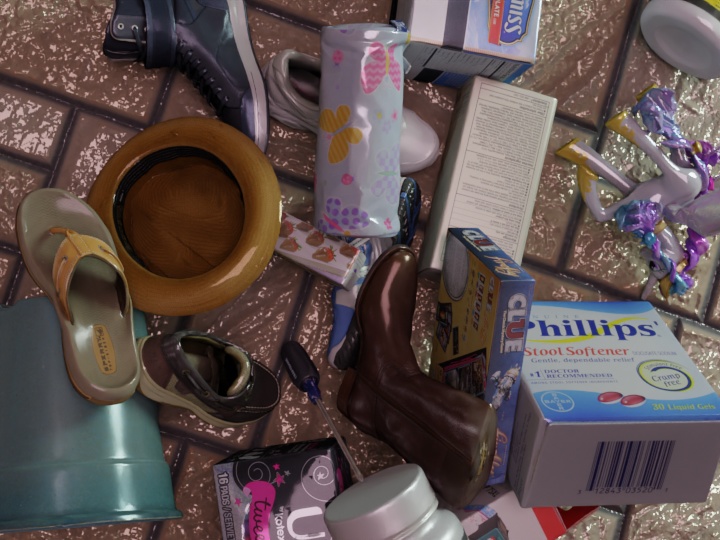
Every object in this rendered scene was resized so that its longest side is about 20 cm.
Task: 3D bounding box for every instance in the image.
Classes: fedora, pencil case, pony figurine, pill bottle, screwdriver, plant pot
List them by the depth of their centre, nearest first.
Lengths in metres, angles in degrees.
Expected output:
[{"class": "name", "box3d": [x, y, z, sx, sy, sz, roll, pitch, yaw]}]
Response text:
[{"class": "pill bottle", "box3d": [0.053, 0.276, 0.988, 0.113, 0.113, 0.201, -27, 97, -10]}, {"class": "plant pot", "box3d": [-0.265, 0.132, 1.041, 0.198, 0.200, 0.198, -3, 77, -9]}, {"class": "fedora", "box3d": [-0.156, -0.041, 1.064, 0.199, 0.082, 0.202, -5, 68, 13]}, {"class": "pencil case", "box3d": [0.001, -0.129, 1.064, 0.083, 0.091, 0.202, 9, 102, 29]}, {"class": "screwdriver", "box3d": [-0.038, 0.133, 1.083, 0.029, 0.200, 0.028, -38, 130, 9]}, {"class": "pony figurine", "box3d": [0.324, -0.084, 1.180, 0.193, 0.167, 0.201, -35, 95, 22]}, {"class": "pill bottle", "box3d": [0.391, -0.311, 1.214, 0.112, 0.112, 0.201, 37, 80, -4]}]

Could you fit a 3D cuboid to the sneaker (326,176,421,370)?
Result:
[{"class": "sneaker", "box3d": [0.000, 0.000, 1.155, 0.076, 0.076, 0.202, 15, 85, 21]}]

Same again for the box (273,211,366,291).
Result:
[{"class": "box", "box3d": [-0.090, -0.041, 1.118, 0.199, 0.041, 0.039, 26, 82, 13]}]

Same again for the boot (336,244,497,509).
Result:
[{"class": "boot", "box3d": [0.065, 0.091, 1.039, 0.064, 0.200, 0.188, 4, 105, -34]}]

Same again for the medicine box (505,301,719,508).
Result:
[{"class": "medicine box", "box3d": [0.217, 0.121, 1.094, 0.181, 0.200, 0.104, 0, 120, -12]}]

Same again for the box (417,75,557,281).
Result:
[{"class": "box", "box3d": [0.126, -0.083, 1.169, 0.094, 0.078, 0.202, 16, 83, -8]}]

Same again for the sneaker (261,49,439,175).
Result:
[{"class": "sneaker", "box3d": [-0.010, -0.155, 1.142, 0.199, 0.099, 0.078, 23, 79, -7]}]

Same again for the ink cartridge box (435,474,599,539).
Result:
[{"class": "ink cartridge box", "box3d": [0.117, 0.243, 1.117, 0.199, 0.116, 0.068, -29, 97, -10]}]

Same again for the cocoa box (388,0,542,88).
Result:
[{"class": "cocoa box", "box3d": [0.107, -0.295, 1.156, 0.130, 0.133, 0.202, 9, 84, -9]}]

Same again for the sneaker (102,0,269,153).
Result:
[{"class": "sneaker", "box3d": [-0.172, -0.192, 1.124, 0.145, 0.077, 0.204, -10, 77, -21]}]

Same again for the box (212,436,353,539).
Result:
[{"class": "box", "box3d": [-0.057, 0.265, 1.072, 0.114, 0.132, 0.202, -10, 87, 4]}]

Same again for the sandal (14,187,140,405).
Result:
[{"class": "sandal", "box3d": [-0.230, 0.014, 0.972, 0.080, 0.054, 0.201, -11, 69, -30]}]

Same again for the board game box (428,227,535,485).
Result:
[{"class": "board game box", "box3d": [0.106, 0.077, 1.071, 0.034, 0.136, 0.202, -1, 112, -17]}]

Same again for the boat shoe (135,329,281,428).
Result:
[{"class": "boat shoe", "box3d": [-0.128, 0.100, 1.061, 0.064, 0.200, 0.074, -17, 70, 28]}]
